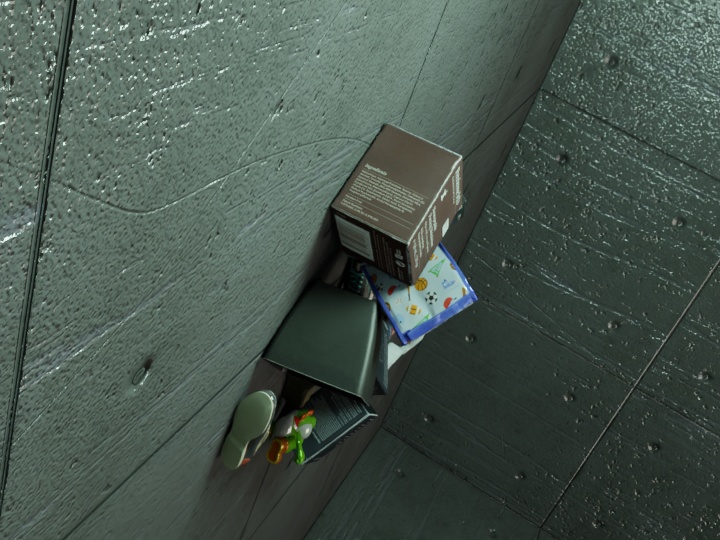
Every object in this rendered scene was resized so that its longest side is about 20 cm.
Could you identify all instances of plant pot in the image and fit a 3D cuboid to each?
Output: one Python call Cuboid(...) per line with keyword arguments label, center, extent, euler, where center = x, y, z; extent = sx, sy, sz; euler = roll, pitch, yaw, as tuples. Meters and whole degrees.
Cuboid(label="plant pot", center=(-0.050, 0.135, 1.582), extent=(0.200, 0.196, 0.180), euler=(73, 38, -74))

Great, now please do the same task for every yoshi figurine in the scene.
Cuboid(label="yoshi figurine", center=(-0.165, 0.364, 1.779), extent=(0.199, 0.110, 0.115), euler=(-12, 90, -65))

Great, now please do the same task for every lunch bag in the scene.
Cuboid(label="lunch bag", center=(0.115, 0.041, 1.564), extent=(0.168, 0.201, 0.125), euler=(-32, 126, 0))

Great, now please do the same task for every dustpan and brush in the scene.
Cuboid(label="dustpan and brush", center=(0.083, 0.210, 2.037), extent=(0.201, 0.057, 0.140), euler=(-52, 176, 18))

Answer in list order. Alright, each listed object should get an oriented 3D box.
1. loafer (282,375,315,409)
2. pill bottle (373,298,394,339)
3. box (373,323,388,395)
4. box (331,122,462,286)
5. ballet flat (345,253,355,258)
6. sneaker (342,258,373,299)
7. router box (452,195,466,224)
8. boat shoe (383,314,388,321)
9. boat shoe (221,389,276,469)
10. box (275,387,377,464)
Cuboid(label="loafer", center=(-0.117, 0.221, 1.773), extent=(0.068, 0.075, 0.201), euler=(-51, 175, -43))
Cuboid(label="pill bottle", center=(0.001, 0.167, 2.035), extent=(0.200, 0.118, 0.121), euler=(-46, 162, -52))
Cuboid(label="box", center=(-0.004, 0.174, 1.778), extent=(0.201, 0.105, 0.151), euler=(67, 22, -65))
Cuboid(label="box", center=(0.071, -0.118, 1.492), extent=(0.202, 0.162, 0.167), euler=(-57, 160, -19))
Cuboid(label="ballet flat", center=(0.022, -0.087, 1.659), extent=(0.200, 0.069, 0.067), euler=(-48, 147, -61))
Cuboid(label="sneaker", center=(0.000, 0.000, 1.785), extent=(0.203, 0.077, 0.091), euler=(-68, 158, 2))
Cuboid(label="router box", center=(0.157, -0.120, 1.832), extent=(0.148, 0.063, 0.200), euler=(-34, 172, 1))
Cuboid(label="boat shoe", center=(0.091, 0.043, 1.974), extent=(0.060, 0.072, 0.204), euler=(-19, 137, -28))
Cuboid(label="boat shoe", center=(-0.201, 0.293, 1.542), extent=(0.062, 0.071, 0.202), euler=(-19, 145, -51))
Cuboid(label="box", center=(-0.077, 0.357, 1.975), extent=(0.195, 0.125, 0.200), euler=(-37, 167, -1))
